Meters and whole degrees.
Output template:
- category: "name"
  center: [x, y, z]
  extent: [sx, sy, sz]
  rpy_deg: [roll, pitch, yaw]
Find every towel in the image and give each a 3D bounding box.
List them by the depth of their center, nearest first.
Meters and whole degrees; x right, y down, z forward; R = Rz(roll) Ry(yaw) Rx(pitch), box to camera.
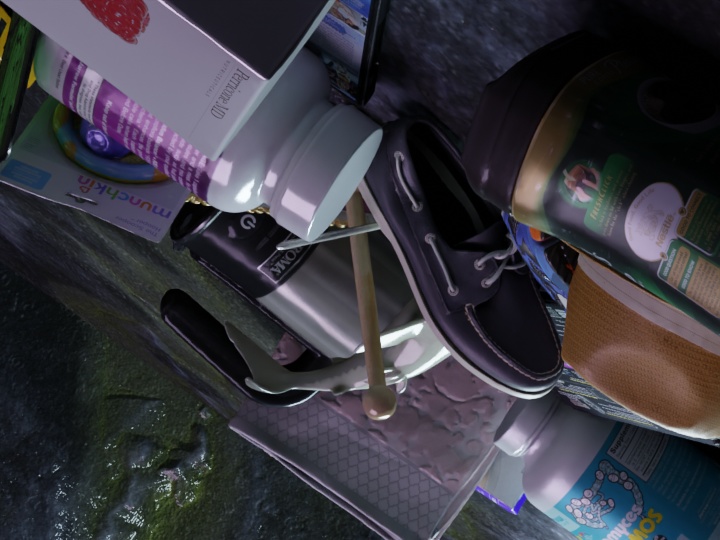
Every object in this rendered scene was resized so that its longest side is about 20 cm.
- category: "towel"
  center: [0.022, 0.099, 1.579]
  extent: [0.199, 0.192, 0.032]
  rpy_deg: [33, 176, 10]

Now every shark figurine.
- category: "shark figurine"
  center: [0.018, 0.037, 1.385]
  extent: [0.214, 0.090, 0.128]
  rpy_deg: [-26, 139, 29]

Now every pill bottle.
- category: "pill bottle"
  center: [-0.089, -0.106, 1.202]
  extent: [0.199, 0.113, 0.112]
  rpy_deg: [35, 168, 8]
- category: "pill bottle"
  center: [0.201, 0.162, 1.516]
  extent: [0.199, 0.111, 0.111]
  rpy_deg: [36, 168, 0]

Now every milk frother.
- category: "milk frother"
  center: [-0.053, -0.018, 1.538]
  extent: [0.188, 0.180, 0.201]
  rpy_deg: [40, -152, -17]

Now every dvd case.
- category: "dvd case"
  center: [-0.047, -0.170, 1.157]
  extent: [0.142, 0.018, 0.200]
  rpy_deg: [34, 167, 5]

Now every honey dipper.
- category: "honey dipper"
  center: [0.000, 0.000, 1.300]
  extent: [0.038, 0.202, 0.038]
  rpy_deg: [-6, 164, -2]

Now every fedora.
- category: "fedora"
  center: [0.164, 0.031, 1.042]
  extent: [0.200, 0.082, 0.201]
  rpy_deg: [27, -168, -6]

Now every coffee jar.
- category: "coffee jar"
  center: [0.149, -0.035, 0.923]
  extent: [0.199, 0.086, 0.104]
  rpy_deg: [32, -148, 20]

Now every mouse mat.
- category: "mouse mat"
  center: [-0.210, -0.161, 1.242]
  extent: [0.007, 0.202, 0.161]
  rpy_deg: [12, 174, -17]

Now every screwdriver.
- category: "screwdriver"
  center: [0.011, -0.027, 1.268]
  extent: [0.029, 0.028, 0.200]
  rpy_deg: [22, -160, 26]

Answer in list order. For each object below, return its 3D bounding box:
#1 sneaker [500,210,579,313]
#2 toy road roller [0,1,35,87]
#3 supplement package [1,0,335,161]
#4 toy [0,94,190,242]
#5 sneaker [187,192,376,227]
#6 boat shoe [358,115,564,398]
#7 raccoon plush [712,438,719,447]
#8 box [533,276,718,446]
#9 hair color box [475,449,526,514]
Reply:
- category: "sneaker"
  center: [0.153, 0.010, 1.200]
  extent: [0.200, 0.075, 0.078]
  rpy_deg: [53, 169, -32]
- category: "toy road roller"
  center: [-0.297, -0.199, 1.427]
  extent: [0.122, 0.146, 0.200]
  rpy_deg: [27, 166, 32]
- category: "supplement package"
  center: [-0.109, -0.176, 1.011]
  extent: [0.199, 0.120, 0.121]
  rpy_deg: [37, 156, -4]
- category: "toy"
  center: [-0.146, -0.111, 1.293]
  extent: [0.114, 0.200, 0.047]
  rpy_deg: [21, 129, 4]
- category: "sneaker"
  center: [-0.043, -0.081, 1.372]
  extent: [0.198, 0.091, 0.075]
  rpy_deg: [9, 180, -1]
- category: "boat shoe"
  center: [0.069, -0.009, 1.244]
  extent: [0.201, 0.072, 0.063]
  rpy_deg: [56, 149, 0]
- category: "raccoon plush"
  center: [0.236, 0.071, 1.181]
  extent: [0.200, 0.097, 0.134]
  rpy_deg: [48, 178, 8]
- category: "box"
  center: [0.157, 0.047, 1.358]
  extent: [0.160, 0.044, 0.200]
  rpy_deg: [41, 167, -21]
- category: "hair color box"
  center: [0.072, 0.098, 1.621]
  extent: [0.199, 0.110, 0.065]
  rpy_deg: [33, 175, 12]
